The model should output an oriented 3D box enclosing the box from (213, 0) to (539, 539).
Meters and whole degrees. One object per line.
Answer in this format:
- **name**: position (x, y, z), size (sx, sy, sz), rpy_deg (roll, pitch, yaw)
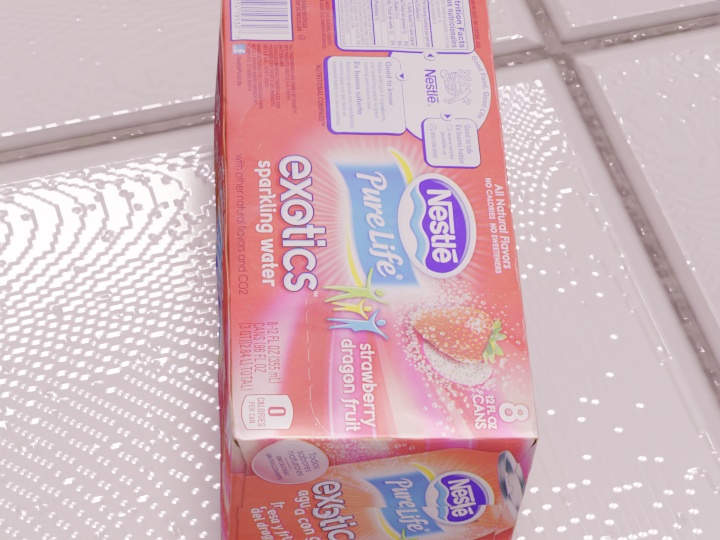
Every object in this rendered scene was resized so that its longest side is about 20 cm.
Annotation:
- **box**: position (0.000, 0.000, 0.773), size (0.102, 0.095, 0.201), rpy_deg (-1, 54, -6)
